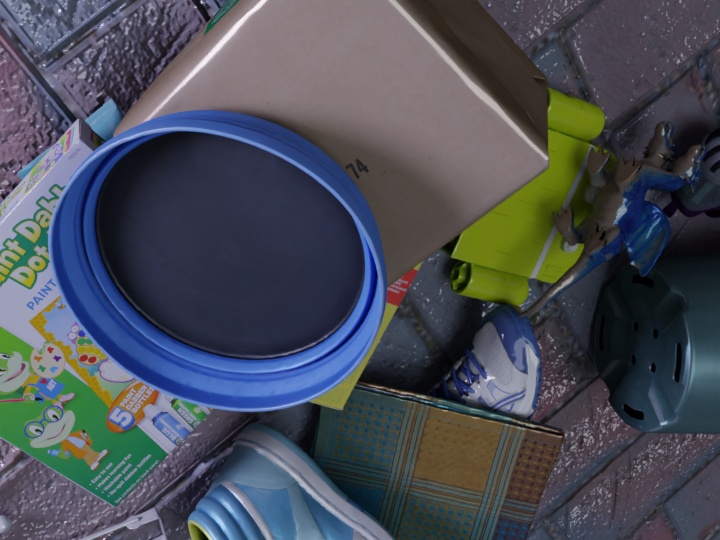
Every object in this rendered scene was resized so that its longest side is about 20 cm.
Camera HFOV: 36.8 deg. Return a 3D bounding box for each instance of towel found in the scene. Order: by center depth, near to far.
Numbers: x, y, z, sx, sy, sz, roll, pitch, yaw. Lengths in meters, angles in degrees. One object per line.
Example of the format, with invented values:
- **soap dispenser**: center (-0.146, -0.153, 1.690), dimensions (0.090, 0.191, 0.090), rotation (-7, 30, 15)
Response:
- **towel**: center (0.053, 0.168, 0.902), dimensions (0.199, 0.022, 0.147), rotation (13, 115, -3)

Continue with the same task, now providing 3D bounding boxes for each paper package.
- **paper package**: center (-0.014, -0.093, 0.663), dimensions (0.191, 0.104, 0.200), rotation (42, 122, -20)

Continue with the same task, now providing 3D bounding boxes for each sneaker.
- **sneaker**: center (-0.053, 0.231, 0.848), dimensions (0.200, 0.080, 0.131), rotation (44, 60, -6)
- **sneaker**: center (0.088, 0.118, 0.915), dimensions (0.088, 0.075, 0.200), rotation (-1, 123, -23)
- **sneaker**: center (0.359, -0.088, 0.989), dimensions (0.199, 0.075, 0.088), rotation (-4, 148, -33)

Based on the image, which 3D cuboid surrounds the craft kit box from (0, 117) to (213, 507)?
- **craft kit box**: center (-0.175, 0.036, 0.722), dimensions (0.197, 0.049, 0.200), rotation (40, 101, -25)

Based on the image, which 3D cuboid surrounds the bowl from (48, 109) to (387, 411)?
- **bowl**: center (-0.082, -0.003, 0.641), dimensions (0.200, 0.039, 0.201), rotation (5, 125, 8)

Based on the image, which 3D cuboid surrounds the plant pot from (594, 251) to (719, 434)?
- **plant pot**: center (0.330, 0.065, 0.969), dimensions (0.195, 0.200, 0.201), rotation (-2, 115, -20)

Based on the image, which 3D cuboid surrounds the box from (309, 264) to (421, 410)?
- **box**: center (0.000, 0.000, 0.817), dimensions (0.050, 0.075, 0.200), rotation (22, 101, -35)

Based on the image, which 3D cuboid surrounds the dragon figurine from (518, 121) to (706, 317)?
- **dragon figurine**: center (0.208, -0.034, 0.868), dimensions (0.099, 0.059, 0.200), rotation (25, 90, -42)

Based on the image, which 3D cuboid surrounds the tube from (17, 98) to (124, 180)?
- **tube**: center (-0.139, -0.019, 0.749), dimensions (0.077, 0.050, 0.200), rotation (-42, 123, -6)

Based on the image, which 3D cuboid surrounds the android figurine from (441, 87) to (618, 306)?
- **android figurine**: center (0.139, -0.057, 0.886), dimensions (0.200, 0.041, 0.182), rotation (15, 106, -32)

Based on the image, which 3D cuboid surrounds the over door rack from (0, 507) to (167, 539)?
- **over door rack**: center (-0.214, 0.239, 0.775), dimensions (0.199, 0.148, 0.067), rotation (-9, 124, -25)
